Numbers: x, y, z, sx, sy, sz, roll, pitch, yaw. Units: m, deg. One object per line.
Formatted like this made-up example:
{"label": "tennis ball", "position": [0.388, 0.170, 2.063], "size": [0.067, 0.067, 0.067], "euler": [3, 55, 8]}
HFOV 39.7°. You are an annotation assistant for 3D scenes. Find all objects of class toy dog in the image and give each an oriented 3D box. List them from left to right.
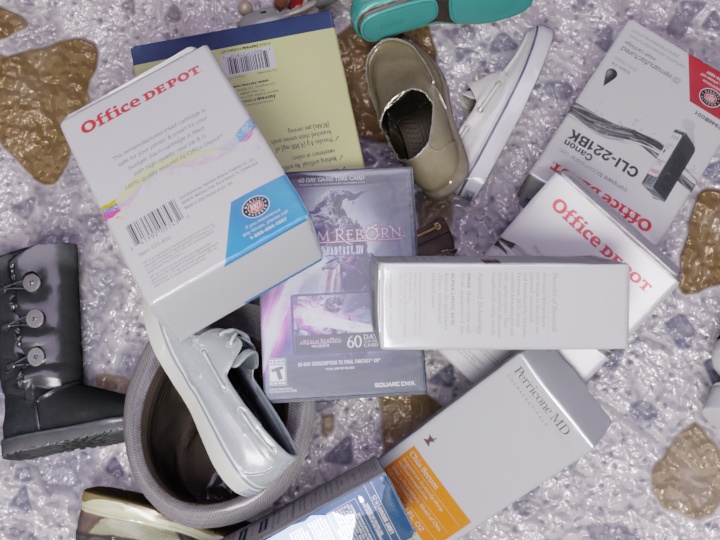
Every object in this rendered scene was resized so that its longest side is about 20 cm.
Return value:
{"label": "toy dog", "position": [-0.052, -0.321, 1.041], "size": [0.200, 0.132, 0.097], "euler": [-38, 101, -18]}

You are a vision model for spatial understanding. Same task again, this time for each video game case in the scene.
{"label": "video game case", "position": [-0.018, 0.012, 0.877], "size": [0.141, 0.019, 0.202], "euler": [-3, 84, -3]}

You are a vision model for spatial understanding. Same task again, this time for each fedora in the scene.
{"label": "fedora", "position": [-0.123, 0.137, 0.918], "size": [0.175, 0.090, 0.202], "euler": [1, 71, 7]}

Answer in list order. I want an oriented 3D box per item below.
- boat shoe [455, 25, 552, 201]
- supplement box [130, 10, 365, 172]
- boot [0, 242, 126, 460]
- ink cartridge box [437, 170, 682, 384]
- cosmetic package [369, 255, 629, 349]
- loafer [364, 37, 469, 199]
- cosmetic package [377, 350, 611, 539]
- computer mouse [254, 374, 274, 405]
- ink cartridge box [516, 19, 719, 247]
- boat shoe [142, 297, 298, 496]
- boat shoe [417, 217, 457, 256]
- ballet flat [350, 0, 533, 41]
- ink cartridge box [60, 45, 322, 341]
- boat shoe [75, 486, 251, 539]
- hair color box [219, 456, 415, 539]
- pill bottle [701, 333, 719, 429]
{"label": "boat shoe", "position": [0.133, -0.171, 1.025], "size": [0.065, 0.072, 0.201], "euler": [27, 86, 2]}
{"label": "supplement box", "position": [-0.102, -0.117, 0.975], "size": [0.198, 0.134, 0.202], "euler": [-11, 77, -3]}
{"label": "boot", "position": [-0.277, 0.070, 0.973], "size": [0.163, 0.066, 0.202], "euler": [-9, 72, -4]}
{"label": "ink cartridge box", "position": [0.176, 0.028, 0.924], "size": [0.145, 0.084, 0.200], "euler": [43, 109, 10]}
{"label": "cosmetic package", "position": [0.109, 0.024, 0.816], "size": [0.198, 0.102, 0.075], "euler": [-2, 94, -3]}
{"label": "loafer", "position": [0.051, -0.165, 0.994], "size": [0.075, 0.068, 0.201], "euler": [-33, 56, 17]}
{"label": "cosmetic package", "position": [0.110, 0.157, 0.887], "size": [0.200, 0.071, 0.102], "euler": [-43, 81, 27]}
{"label": "computer mouse", "position": [-0.050, 0.100, 0.980], "size": [0.199, 0.034, 0.059], "euler": [-33, 77, -1]}
{"label": "ink cartridge box", "position": [0.271, -0.123, 1.002], "size": [0.144, 0.084, 0.201], "euler": [33, 80, 8]}
{"label": "boat shoe", "position": [-0.114, 0.087, 0.842], "size": [0.071, 0.070, 0.202], "euler": [-34, 75, 14]}
{"label": "boat shoe", "position": [0.000, 0.000, 0.977], "size": [0.198, 0.072, 0.060], "euler": [-16, 86, -8]}
{"label": "ballet flat", "position": [0.083, -0.296, 1.057], "size": [0.198, 0.068, 0.071], "euler": [-12, 58, -5]}
{"label": "ink cartridge box", "position": [-0.141, -0.068, 0.832], "size": [0.144, 0.085, 0.201], "euler": [-29, 66, -6]}
{"label": "boat shoe", "position": [-0.167, 0.255, 0.923], "size": [0.199, 0.072, 0.067], "euler": [16, 89, 2]}
{"label": "hair color box", "position": [-0.057, 0.235, 0.841], "size": [0.199, 0.100, 0.061], "euler": [-27, 89, -4]}
{"label": "pill bottle", "position": [0.402, 0.064, 0.942], "size": [0.111, 0.111, 0.201], "euler": [28, 78, 7]}
